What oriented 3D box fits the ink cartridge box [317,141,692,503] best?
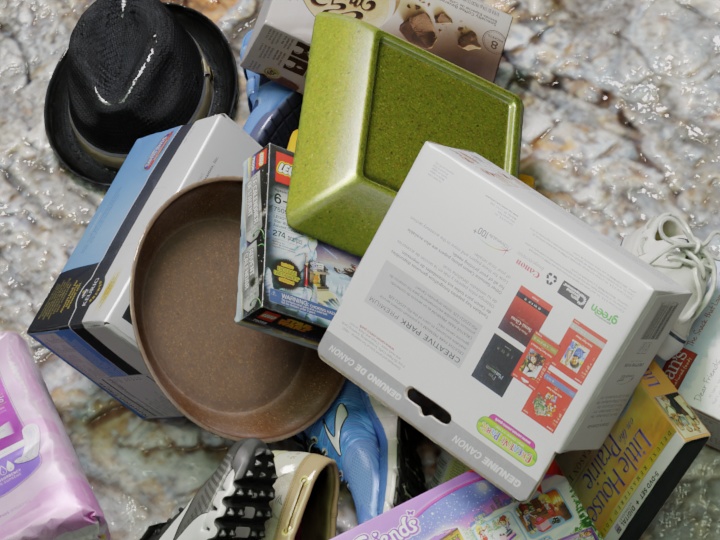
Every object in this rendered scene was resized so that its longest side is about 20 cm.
[{"bbox_3d":[0.096,0.036,1.275,0.200,0.084,0.176,35,104,24],"label":"ink cartridge box"}]

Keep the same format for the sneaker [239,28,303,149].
[{"bbox_3d":[-0.069,-0.164,1.590,0.082,0.074,0.200,11,55,20],"label":"sneaker"}]

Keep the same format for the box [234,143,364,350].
[{"bbox_3d":[0.000,0.000,1.380,0.040,0.199,0.137,-32,49,45],"label":"box"}]

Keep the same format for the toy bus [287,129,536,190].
[{"bbox_3d":[0.040,-0.066,1.500,0.199,0.078,0.065,7,61,16],"label":"toy bus"}]

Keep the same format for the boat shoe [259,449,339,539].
[{"bbox_3d":[-0.048,0.228,1.315,0.066,0.074,0.201,-7,78,32],"label":"boat shoe"}]

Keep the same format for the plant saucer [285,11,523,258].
[{"bbox_3d":[0.050,-0.092,1.396,0.199,0.048,0.200,23,56,-25],"label":"plant saucer"}]

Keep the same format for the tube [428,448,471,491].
[{"bbox_3d":[0.102,0.094,1.347,0.058,0.052,0.201,19,98,9],"label":"tube"}]

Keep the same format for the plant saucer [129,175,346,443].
[{"bbox_3d":[-0.093,0.031,1.361,0.037,0.200,0.201,-18,44,52],"label":"plant saucer"}]

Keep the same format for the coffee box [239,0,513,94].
[{"bbox_3d":[0.015,-0.191,1.531,0.199,0.080,0.113,23,61,-9],"label":"coffee box"}]

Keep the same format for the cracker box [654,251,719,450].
[{"bbox_3d":[0.327,0.085,1.360,0.200,0.058,0.134,26,67,24],"label":"cracker box"}]

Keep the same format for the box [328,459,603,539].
[{"bbox_3d":[0.074,0.219,1.272,0.199,0.039,0.137,-24,68,-15],"label":"box"}]

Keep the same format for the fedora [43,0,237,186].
[{"bbox_3d":[-0.204,-0.176,1.609,0.200,0.092,0.201,-6,58,9],"label":"fedora"}]

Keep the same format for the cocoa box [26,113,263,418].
[{"bbox_3d":[-0.142,0.000,1.441,0.131,0.133,0.200,-9,48,52],"label":"cocoa box"}]

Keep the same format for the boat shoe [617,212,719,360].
[{"bbox_3d":[0.235,-0.002,1.359,0.075,0.202,0.086,44,107,-4],"label":"boat shoe"}]

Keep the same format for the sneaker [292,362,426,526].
[{"bbox_3d":[-0.004,0.138,1.395,0.089,0.079,0.200,-17,49,10],"label":"sneaker"}]

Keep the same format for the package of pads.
[{"bbox_3d":[-0.285,0.154,1.437,0.120,0.076,0.200,-26,57,-8],"label":"package of pads"}]

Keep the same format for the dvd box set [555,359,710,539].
[{"bbox_3d":[0.161,0.095,1.343,0.029,0.147,0.200,-9,51,-34],"label":"dvd box set"}]

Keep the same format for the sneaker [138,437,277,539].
[{"bbox_3d":[-0.129,0.203,1.289,0.090,0.066,0.201,24,93,29],"label":"sneaker"}]
